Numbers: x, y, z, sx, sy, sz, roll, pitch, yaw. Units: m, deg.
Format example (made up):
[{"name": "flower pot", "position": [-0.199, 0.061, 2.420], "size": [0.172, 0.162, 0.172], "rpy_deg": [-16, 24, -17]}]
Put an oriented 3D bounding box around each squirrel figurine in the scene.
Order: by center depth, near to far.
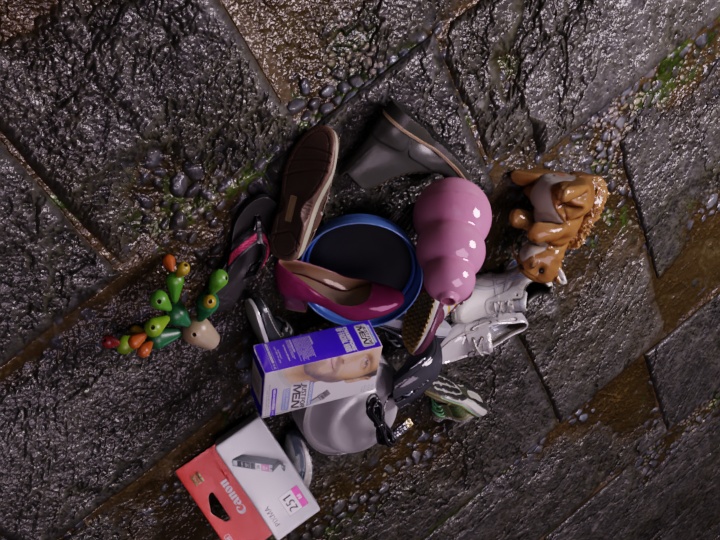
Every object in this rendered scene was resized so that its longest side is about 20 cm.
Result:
[{"name": "squirrel figurine", "position": [0.349, -0.074, 1.495], "size": [0.197, 0.141, 0.190], "rpy_deg": [-11, 113, -37]}]

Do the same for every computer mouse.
[{"name": "computer mouse", "position": [0.092, 0.216, 1.476], "size": [0.200, 0.046, 0.142], "rpy_deg": [-42, 137, -31]}]

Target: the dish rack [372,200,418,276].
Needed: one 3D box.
[{"name": "dish rack", "position": [0.095, -0.028, 1.438], "size": [0.199, 0.055, 0.154], "rpy_deg": [32, 98, -39]}]

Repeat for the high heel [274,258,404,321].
[{"name": "high heel", "position": [-0.033, 0.023, 1.301], "size": [0.196, 0.068, 0.097], "rpy_deg": [-2, 138, 6]}]

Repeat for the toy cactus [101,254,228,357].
[{"name": "toy cactus", "position": [-0.268, 0.069, 1.262], "size": [0.200, 0.102, 0.165], "rpy_deg": [-42, 145, -1]}]

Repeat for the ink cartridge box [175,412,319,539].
[{"name": "ink cartridge box", "position": [-0.192, 0.374, 1.463], "size": [0.172, 0.044, 0.202], "rpy_deg": [-34, 100, -8]}]

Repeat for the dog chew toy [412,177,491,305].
[{"name": "dog chew toy", "position": [0.137, -0.040, 1.297], "size": [0.122, 0.203, 0.125], "rpy_deg": [5, 148, 3]}]

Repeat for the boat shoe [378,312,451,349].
[{"name": "boat shoe", "position": [0.075, 0.104, 1.501], "size": [0.198, 0.072, 0.069], "rpy_deg": [15, 110, -44]}]

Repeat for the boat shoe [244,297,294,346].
[{"name": "boat shoe", "position": [-0.134, 0.108, 1.374], "size": [0.060, 0.076, 0.202], "rpy_deg": [-26, 141, -13]}]

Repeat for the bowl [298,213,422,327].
[{"name": "bowl", "position": [0.000, 0.000, 1.355], "size": [0.196, 0.040, 0.204], "rpy_deg": [0, 125, 0]}]

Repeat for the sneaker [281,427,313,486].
[{"name": "sneaker", "position": [-0.138, 0.374, 1.535], "size": [0.085, 0.078, 0.203], "rpy_deg": [-5, 121, -24]}]

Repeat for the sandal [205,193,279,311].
[{"name": "sandal", "position": [-0.171, -0.018, 1.285], "size": [0.074, 0.045, 0.202], "rpy_deg": [16, 110, -37]}]

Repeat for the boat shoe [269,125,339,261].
[{"name": "boat shoe", "position": [-0.080, -0.116, 1.276], "size": [0.205, 0.074, 0.075], "rpy_deg": [-67, 165, 9]}]

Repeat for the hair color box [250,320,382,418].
[{"name": "hair color box", "position": [-0.070, 0.155, 1.355], "size": [0.197, 0.065, 0.111], "rpy_deg": [-12, 136, -22]}]

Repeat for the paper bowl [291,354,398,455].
[{"name": "paper bowl", "position": [-0.015, 0.237, 1.504], "size": [0.197, 0.104, 0.204], "rpy_deg": [-16, 127, -23]}]

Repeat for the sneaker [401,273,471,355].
[{"name": "sneaker", "position": [0.139, 0.051, 1.417], "size": [0.089, 0.075, 0.203], "rpy_deg": [14, 103, -32]}]

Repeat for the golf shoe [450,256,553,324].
[{"name": "golf shoe", "position": [0.257, 0.047, 1.554], "size": [0.198, 0.097, 0.079], "rpy_deg": [-31, 132, -9]}]

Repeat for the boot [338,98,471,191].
[{"name": "boot", "position": [0.069, -0.161, 1.336], "size": [0.199, 0.078, 0.139], "rpy_deg": [33, 108, -34]}]

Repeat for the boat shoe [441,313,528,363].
[{"name": "boat shoe", "position": [0.224, 0.124, 1.599], "size": [0.198, 0.069, 0.072], "rpy_deg": [-28, 131, -13]}]

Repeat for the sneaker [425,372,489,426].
[{"name": "sneaker", "position": [0.164, 0.260, 1.653], "size": [0.198, 0.077, 0.089], "rpy_deg": [29, 111, -38]}]
